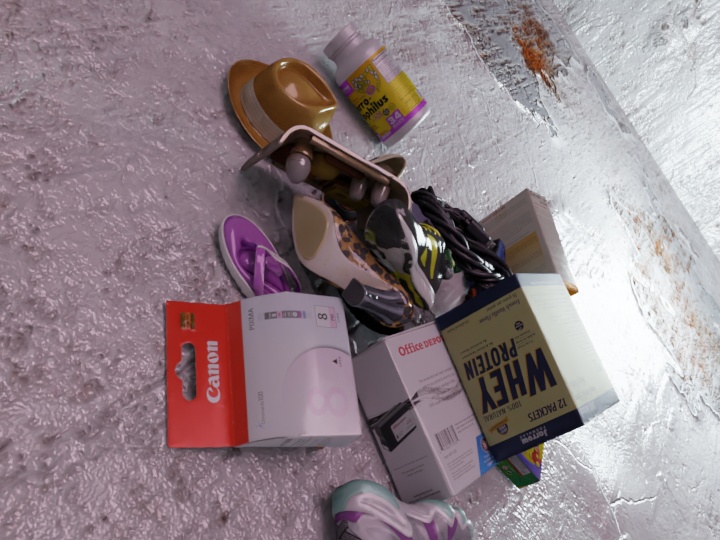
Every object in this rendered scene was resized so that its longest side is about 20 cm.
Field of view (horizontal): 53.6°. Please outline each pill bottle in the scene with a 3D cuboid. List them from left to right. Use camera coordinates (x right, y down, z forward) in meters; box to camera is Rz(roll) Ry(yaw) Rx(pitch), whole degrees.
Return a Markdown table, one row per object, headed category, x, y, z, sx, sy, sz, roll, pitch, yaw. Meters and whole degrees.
| category | x | y | z | sx | sy | sz | roll | pitch | yaw |
| --- | --- | --- | --- | --- | --- | --- | --- | --- | --- |
| pill bottle | 0.025 | -0.320 | 1.222 | 0.201 | 0.103 | 0.105 | 50 | 36 | -8 |

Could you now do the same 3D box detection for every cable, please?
| category | x | y | z | sx | sy | sz | roll | pitch | yaw |
| --- | --- | --- | --- | --- | --- | --- | --- | --- | --- |
| cable | 0.142 | -0.044 | 1.033 | 0.199 | 0.051 | 0.165 | 40 | 23 | -26 |

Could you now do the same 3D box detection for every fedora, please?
| category | x | y | z | sx | sy | sz | roll | pitch | yaw |
| --- | --- | --- | --- | --- | --- | --- | --- | --- | --- |
| fedora | -0.098 | -0.244 | 1.036 | 0.198 | 0.081 | 0.205 | 30 | 44 | -33 |

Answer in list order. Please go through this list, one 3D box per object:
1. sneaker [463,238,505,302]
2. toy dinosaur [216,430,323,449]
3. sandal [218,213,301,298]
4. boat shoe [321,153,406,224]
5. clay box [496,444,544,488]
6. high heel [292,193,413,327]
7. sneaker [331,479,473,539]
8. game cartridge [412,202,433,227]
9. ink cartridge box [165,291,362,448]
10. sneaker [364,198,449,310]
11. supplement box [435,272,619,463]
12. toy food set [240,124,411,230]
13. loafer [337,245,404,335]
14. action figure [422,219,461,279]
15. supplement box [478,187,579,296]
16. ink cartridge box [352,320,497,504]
| category | x | y | z | sx | sy | sz | roll | pitch | yaw |
| --- | --- | --- | --- | --- | --- | --- | --- | --- | --- |
| sneaker | 0.223 | 0.030 | 1.232 | 0.078 | 0.074 | 0.204 | 44 | 45 | -30 |
| toy dinosaur | -0.071 | 0.156 | 0.807 | 0.106 | 0.060 | 0.201 | 42 | 49 | -1 |
| sandal | -0.102 | 0.017 | 0.860 | 0.082 | 0.049 | 0.207 | -21 | 82 | -54 |
| boat shoe | 0.009 | -0.131 | 1.097 | 0.072 | 0.062 | 0.199 | 56 | 37 | -2 |
| clay box | 0.241 | 0.220 | 1.116 | 0.115 | 0.047 | 0.202 | 46 | 38 | -16 |
| high heel | -0.011 | -0.011 | 0.908 | 0.141 | 0.071 | 0.202 | 25 | 26 | -53 |
| sneaker | 0.049 | 0.328 | 0.793 | 0.196 | 0.078 | 0.143 | 22 | 49 | -26 |
| game cartridge | 0.092 | -0.045 | 1.155 | 0.198 | 0.038 | 0.132 | -20 | 75 | -54 |
| ink cartridge box | -0.101 | 0.102 | 0.754 | 0.195 | 0.057 | 0.167 | 9 | 56 | -31 |
| sneaker | 0.064 | -0.034 | 0.918 | 0.086 | 0.073 | 0.202 | -56 | 149 | -22 |
| supplement box | 0.234 | 0.125 | 0.985 | 0.198 | 0.133 | 0.204 | 0 | 63 | -57 |
| toy food set | -0.046 | -0.110 | 0.931 | 0.197 | 0.143 | 0.062 | 27 | 73 | -23 |
| loafer | 0.000 | 0.000 | 0.961 | 0.201 | 0.073 | 0.071 | 50 | 58 | -9 |
| action figure | 0.095 | -0.033 | 1.082 | 0.197 | 0.054 | 0.121 | 22 | 45 | -43 |
| supplement box | 0.306 | -0.028 | 1.316 | 0.072 | 0.125 | 0.205 | 14 | 54 | -41 |
| ink cartridge box | 0.084 | 0.183 | 0.927 | 0.143 | 0.083 | 0.204 | -8 | 71 | -53 |
